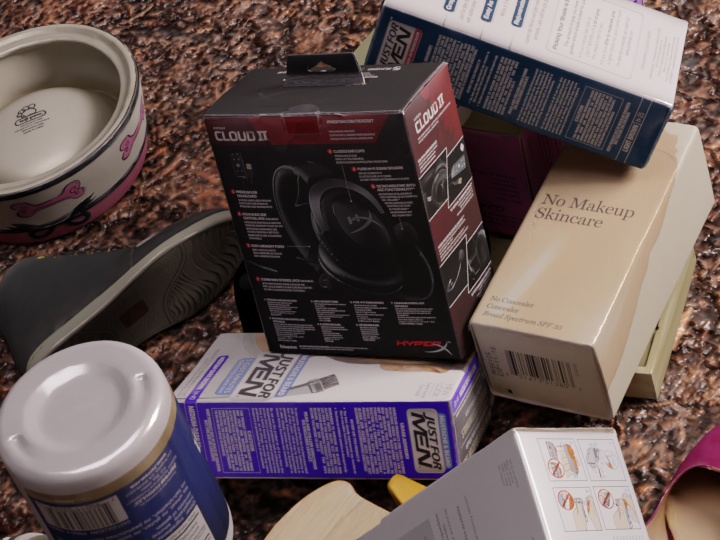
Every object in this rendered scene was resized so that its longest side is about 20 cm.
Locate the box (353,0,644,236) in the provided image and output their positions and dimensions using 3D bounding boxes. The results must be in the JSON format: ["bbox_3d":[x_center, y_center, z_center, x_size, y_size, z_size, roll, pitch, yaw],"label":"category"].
[{"bbox_3d":[0.094,-0.132,1.552,0.175,0.097,0.200,12,46,31],"label":"box"}]

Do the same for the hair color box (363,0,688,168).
[{"bbox_3d":[0.111,-0.149,1.393,0.199,0.061,0.100,20,43,-1],"label":"hair color box"}]

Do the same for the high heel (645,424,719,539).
[{"bbox_3d":[0.198,0.152,1.262,0.067,0.096,0.201,5,50,24],"label":"high heel"}]

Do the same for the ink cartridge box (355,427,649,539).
[{"bbox_3d":[0.089,0.214,1.182,0.175,0.083,0.201,-38,58,44],"label":"ink cartridge box"}]

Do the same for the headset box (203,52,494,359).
[{"bbox_3d":[-0.006,-0.047,1.366,0.148,0.201,0.077,0,29,28],"label":"headset box"}]

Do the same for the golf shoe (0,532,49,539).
[{"bbox_3d":[-0.253,0.252,1.358,0.092,0.073,0.200,6,40,33],"label":"golf shoe"}]

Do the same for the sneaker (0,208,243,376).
[{"bbox_3d":[-0.185,0.000,1.562,0.200,0.075,0.106,-36,48,-13],"label":"sneaker"}]

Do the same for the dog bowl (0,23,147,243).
[{"bbox_3d":[-0.261,-0.106,1.694,0.199,0.074,0.201,-11,45,11],"label":"dog bowl"}]

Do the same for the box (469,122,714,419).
[{"bbox_3d":[0.158,-0.007,1.402,0.094,0.078,0.201,9,52,27],"label":"box"}]

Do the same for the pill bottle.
[{"bbox_3d":[-0.144,0.147,1.319,0.110,0.201,0.112,-10,46,10],"label":"pill bottle"}]

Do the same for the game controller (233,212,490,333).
[{"bbox_3d":[0.000,0.000,1.474,0.199,0.042,0.105,-29,53,21],"label":"game controller"}]

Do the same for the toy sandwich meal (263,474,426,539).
[{"bbox_3d":[0.025,0.207,1.293,0.204,0.070,0.206,-11,45,11],"label":"toy sandwich meal"}]

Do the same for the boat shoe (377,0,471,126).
[{"bbox_3d":[0.043,-0.177,1.491,0.071,0.068,0.201,-8,39,9],"label":"boat shoe"}]

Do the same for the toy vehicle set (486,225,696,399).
[{"bbox_3d":[0.124,0.024,1.462,0.199,0.027,0.125,5,50,24],"label":"toy vehicle set"}]

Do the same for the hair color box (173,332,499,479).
[{"bbox_3d":[-0.017,0.088,1.402,0.199,0.065,0.109,0,23,18],"label":"hair color box"}]
